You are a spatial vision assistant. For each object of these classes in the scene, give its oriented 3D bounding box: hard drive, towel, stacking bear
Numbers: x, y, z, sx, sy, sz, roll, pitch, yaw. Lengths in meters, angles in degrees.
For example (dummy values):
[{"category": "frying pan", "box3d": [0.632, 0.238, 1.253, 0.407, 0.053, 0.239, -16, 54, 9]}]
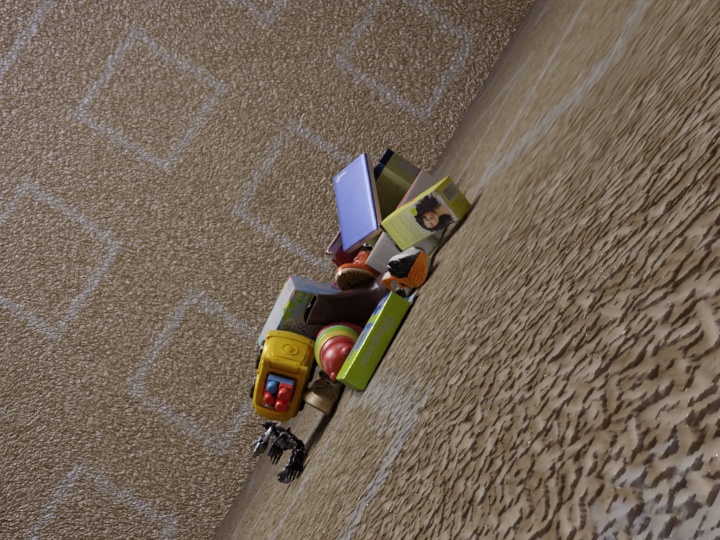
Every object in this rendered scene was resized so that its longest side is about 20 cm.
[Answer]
[{"category": "hard drive", "box3d": [-0.008, -0.160, 1.617, 0.132, 0.025, 0.202, -32, 59, 45]}, {"category": "towel", "box3d": [0.009, -0.011, 1.665, 0.023, 0.200, 0.144, -42, 10, 31]}, {"category": "stacking bear", "box3d": [-0.039, 0.174, 1.399, 0.122, 0.113, 0.200, -58, 6, 2]}]

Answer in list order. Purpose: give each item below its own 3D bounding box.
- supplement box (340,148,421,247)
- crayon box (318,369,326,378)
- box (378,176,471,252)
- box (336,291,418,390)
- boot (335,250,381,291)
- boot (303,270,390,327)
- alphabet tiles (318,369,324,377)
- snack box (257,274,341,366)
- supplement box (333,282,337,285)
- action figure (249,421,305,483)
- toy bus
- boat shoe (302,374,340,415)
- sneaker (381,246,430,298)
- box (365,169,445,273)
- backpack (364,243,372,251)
[{"category": "supplement box", "box3d": [0.093, -0.156, 1.699, 0.201, 0.199, 0.134, -57, 2, 28]}, {"category": "crayon box", "box3d": [-0.051, 0.223, 1.735, 0.201, 0.051, 0.126, -60, 2, -13]}, {"category": "box", "box3d": [0.117, -0.103, 1.278, 0.050, 0.075, 0.200, -44, 7, -32]}, {"category": "box", "box3d": [0.029, 0.122, 1.238, 0.201, 0.047, 0.122, -60, 2, -12]}, {"category": "boot", "box3d": [0.000, 0.000, 1.561, 0.075, 0.108, 0.199, -41, -29, 25]}, {"category": "boot", "box3d": [-0.020, 0.066, 1.479, 0.201, 0.165, 0.073, -57, 38, 39]}, {"category": "alphabet tiles", "box3d": [-0.024, 0.177, 1.590, 0.200, 0.008, 0.167, -43, 0, -7]}, {"category": "snack box", "box3d": [-0.126, 0.122, 1.584, 0.201, 0.167, 0.068, -61, 33, 23]}, {"category": "supplement box", "box3d": [-0.013, 0.064, 1.722, 0.109, 0.086, 0.200, -15, 13, 23]}, {"category": "action figure", "box3d": [-0.173, 0.383, 1.431, 0.102, 0.119, 0.200, -53, 6, -10]}, {"category": "toy bus", "box3d": [-0.176, 0.261, 1.477, 0.192, 0.134, 0.202, -87, 13, -68]}, {"category": "boat shoe", "box3d": [-0.079, 0.263, 1.482, 0.065, 0.071, 0.200, -59, 0, 1]}, {"category": "sneaker", "box3d": [0.098, -0.017, 1.291, 0.092, 0.075, 0.200, -54, 1, -18]}, {"category": "box", "box3d": [0.114, -0.090, 1.486, 0.153, 0.106, 0.200, -59, 1, -37]}, {"category": "backpack", "box3d": [0.096, -0.099, 1.902, 0.201, 0.126, 0.167, -61, 3, 9]}]
